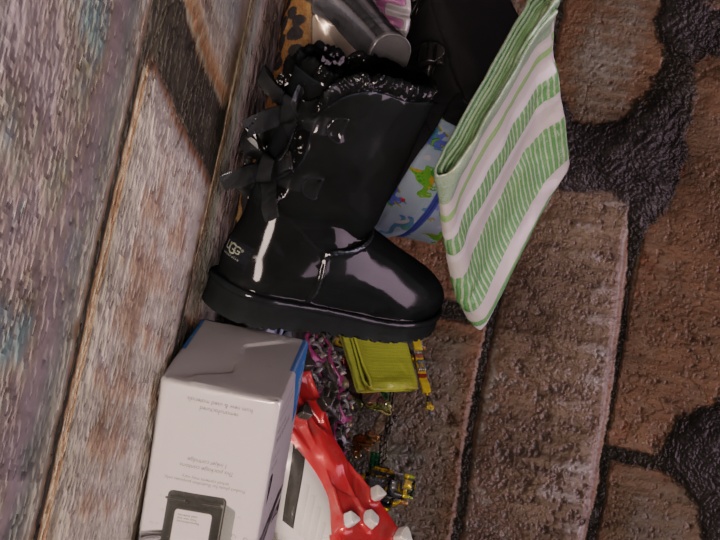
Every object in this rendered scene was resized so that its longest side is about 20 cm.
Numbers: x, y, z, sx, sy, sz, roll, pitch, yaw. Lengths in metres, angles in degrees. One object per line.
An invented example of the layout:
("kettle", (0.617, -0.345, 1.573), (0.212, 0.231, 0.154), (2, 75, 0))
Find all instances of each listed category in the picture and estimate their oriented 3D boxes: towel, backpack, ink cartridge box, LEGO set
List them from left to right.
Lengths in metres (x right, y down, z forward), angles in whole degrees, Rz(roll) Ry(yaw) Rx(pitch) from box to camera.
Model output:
("ink cartridge box", (-0.083, 0.142, 0.929), (0.116, 0.068, 0.200), (-68, 169, -74))
("LEGO set", (-0.009, 0.100, 1.326), (0.116, 0.154, 0.200), (130, -19, -57))
("towel", (0.000, 0.000, 1.315), (0.086, 0.018, 0.200), (3, 68, -55))
("backpack", (0.055, -0.104, 1.199), (0.200, 0.154, 0.163), (-50, -139, 37))
("towel", (0.094, -0.065, 1.048), (0.153, 0.023, 0.200), (-60, 160, -22))

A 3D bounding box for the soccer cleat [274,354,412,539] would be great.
("soccer cleat", (-0.034, 0.145, 1.012), (0.069, 0.085, 0.200), (-16, 76, -54))

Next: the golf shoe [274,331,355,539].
("golf shoe", (-0.055, 0.128, 1.104), (0.073, 0.092, 0.200), (45, 38, -48))

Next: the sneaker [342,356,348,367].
("sneaker", (-0.053, 0.101, 1.504), (0.116, 0.078, 0.200), (-111, -137, -80))

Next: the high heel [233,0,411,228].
("high heel", (-0.043, -0.098, 1.059), (0.200, 0.071, 0.143), (-59, -145, 20))

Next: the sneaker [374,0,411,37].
("sneaker", (-0.021, -0.125, 1.143), (0.088, 0.080, 0.200), (-95, -160, -76))

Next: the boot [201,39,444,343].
("boot", (0.002, -0.044, 0.977), (0.198, 0.073, 0.163), (6, 112, -46))

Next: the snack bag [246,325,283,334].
("snack bag", (-0.081, 0.086, 1.148), (0.189, 0.021, 0.200), (-70, 178, -77))
